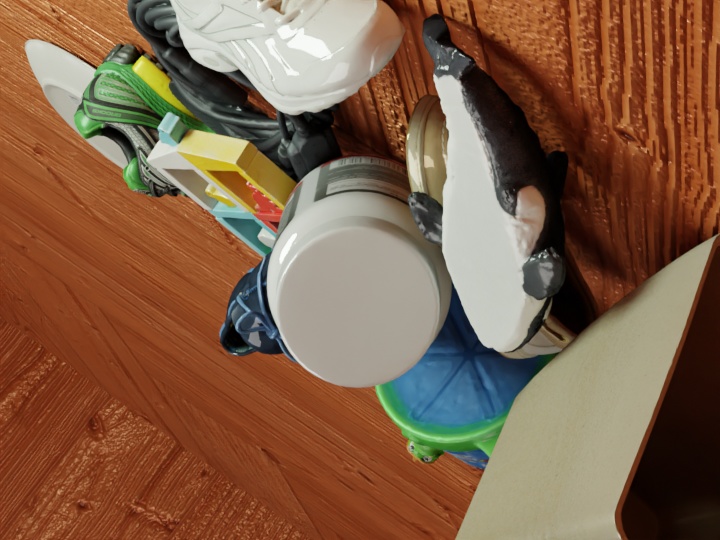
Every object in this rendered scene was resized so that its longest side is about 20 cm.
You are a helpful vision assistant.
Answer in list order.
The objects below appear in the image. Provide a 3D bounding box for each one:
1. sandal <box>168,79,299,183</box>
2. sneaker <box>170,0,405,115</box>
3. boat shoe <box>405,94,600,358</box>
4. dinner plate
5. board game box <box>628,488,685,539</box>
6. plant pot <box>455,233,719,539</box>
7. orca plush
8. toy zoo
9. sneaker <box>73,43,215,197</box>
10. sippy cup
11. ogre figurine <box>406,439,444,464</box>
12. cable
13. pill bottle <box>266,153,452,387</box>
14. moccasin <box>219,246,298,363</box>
[{"bbox_3d":[-0.068,-0.068,1.479,0.200,0.048,0.075,40,167,-9],"label":"sandal"},{"bbox_3d":[-0.058,-0.152,1.125,0.200,0.078,0.100,20,154,48],"label":"sneaker"},{"bbox_3d":[0.090,-0.026,1.187,0.069,0.074,0.200,-1,138,32],"label":"boat shoe"},{"bbox_3d":[-0.216,-0.125,1.732,0.200,0.024,0.200,35,165,11],"label":"dinner plate"},{"bbox_3d":[0.168,0.165,1.318,0.056,0.201,0.196,32,167,0],"label":"board game box"},{"bbox_3d":[0.168,0.134,1.101,0.200,0.201,0.177,43,142,-21],"label":"plant pot"},{"bbox_3d":[0.079,-0.053,1.110,0.105,0.071,0.201,5,125,49],"label":"orca plush"},{"bbox_3d":[-0.068,-0.043,1.409,0.200,0.021,0.131,40,162,-29],"label":"toy zoo"},{"bbox_3d":[-0.134,-0.078,1.538,0.200,0.085,0.078,39,167,-8],"label":"sneaker"},{"bbox_3d":[0.095,0.079,1.373,0.139,0.179,0.130,1,154,28],"label":"sippy cup"},{"bbox_3d":[0.085,0.098,1.559,0.199,0.099,0.120,23,149,-3],"label":"ogre figurine"},{"bbox_3d":[-0.083,-0.134,1.324,0.163,0.051,0.200,38,172,21],"label":"cable"},{"bbox_3d":[0.000,0.000,1.244,0.114,0.114,0.200,39,-169,-8],"label":"pill bottle"},{"bbox_3d":[-0.055,0.034,1.454,0.080,0.068,0.200,32,165,-5],"label":"moccasin"}]
